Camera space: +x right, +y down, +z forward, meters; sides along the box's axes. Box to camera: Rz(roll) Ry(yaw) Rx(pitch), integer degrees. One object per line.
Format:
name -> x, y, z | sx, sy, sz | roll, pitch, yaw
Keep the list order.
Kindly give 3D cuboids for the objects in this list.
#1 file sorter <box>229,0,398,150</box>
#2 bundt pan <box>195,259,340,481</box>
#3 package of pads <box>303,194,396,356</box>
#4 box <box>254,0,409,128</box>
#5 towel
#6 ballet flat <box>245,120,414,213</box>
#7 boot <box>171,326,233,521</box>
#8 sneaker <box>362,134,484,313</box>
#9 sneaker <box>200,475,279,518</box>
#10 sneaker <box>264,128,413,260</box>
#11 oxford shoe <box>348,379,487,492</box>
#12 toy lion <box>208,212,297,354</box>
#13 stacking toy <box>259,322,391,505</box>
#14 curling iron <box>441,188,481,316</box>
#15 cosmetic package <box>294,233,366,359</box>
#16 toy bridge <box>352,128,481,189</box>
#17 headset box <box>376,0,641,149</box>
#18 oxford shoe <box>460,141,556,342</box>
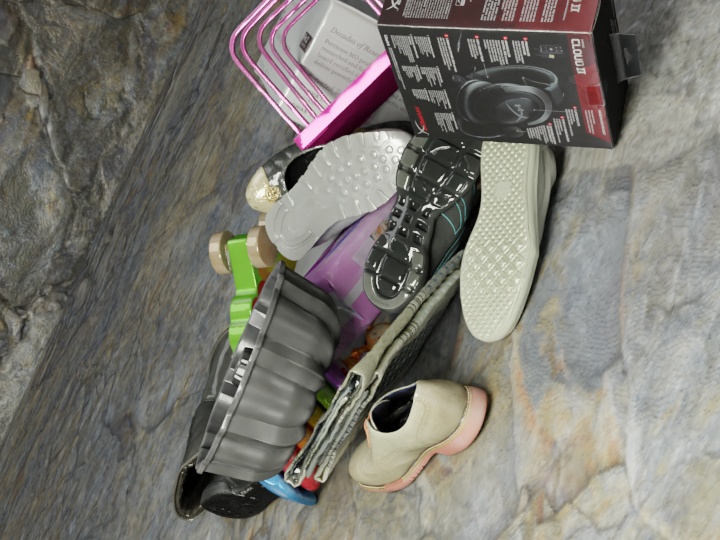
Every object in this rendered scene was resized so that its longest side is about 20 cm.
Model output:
file sorter -> -0.022, -0.211, 1.470 | 0.139, 0.126, 0.200 | -42, -2, 14
bundt pan -> -0.076, 0.098, 1.401 | 0.202, 0.075, 0.204 | -157, 90, -82
package of pads -> 0.000, 0.000, 1.544 | 0.120, 0.076, 0.200 | -36, 11, 45
box -> 0.008, -0.208, 1.696 | 0.132, 0.199, 0.199 | -61, 18, 11
towel -> 0.020, 0.093, 1.399 | 0.200, 0.034, 0.193 | -46, -9, -42
ballet flat -> -0.023, -0.105, 1.592 | 0.198, 0.067, 0.057 | -19, 19, 4
boot -> -0.168, 0.172, 1.833 | 0.200, 0.072, 0.184 | -66, -7, -76
sneaker -> 0.064, -0.056, 1.437 | 0.201, 0.075, 0.079 | -63, -22, 6
sneaker -> -0.101, 0.194, 1.701 | 0.199, 0.060, 0.105 | -33, 36, 48
sneaker -> -0.009, -0.084, 1.517 | 0.199, 0.077, 0.080 | -31, -3, 41
oxford shoe -> 0.032, 0.137, 1.379 | 0.200, 0.073, 0.071 | -43, 30, 50
toy lion -> -0.095, 0.038, 1.765 | 0.068, 0.194, 0.200 | -7, 11, 24
stacking toy -> -0.033, 0.127, 1.555 | 0.200, 0.116, 0.110 | -45, -19, 0
curling iron -> 0.098, -0.039, 1.514 | 0.049, 0.025, 0.201 | 13, 72, 50
cosmetic package -> -0.029, 0.015, 1.710 | 0.102, 0.074, 0.202 | -40, 32, 52
toy bridge -> 0.081, -0.102, 1.500 | 0.199, 0.067, 0.027 | 6, 59, 39
headset box -> 0.130, -0.177, 1.299 | 0.149, 0.198, 0.078 | 64, -144, -53
oxford shoe -> 0.132, -0.036, 1.370 | 0.075, 0.058, 0.202 | 0, 76, 36
